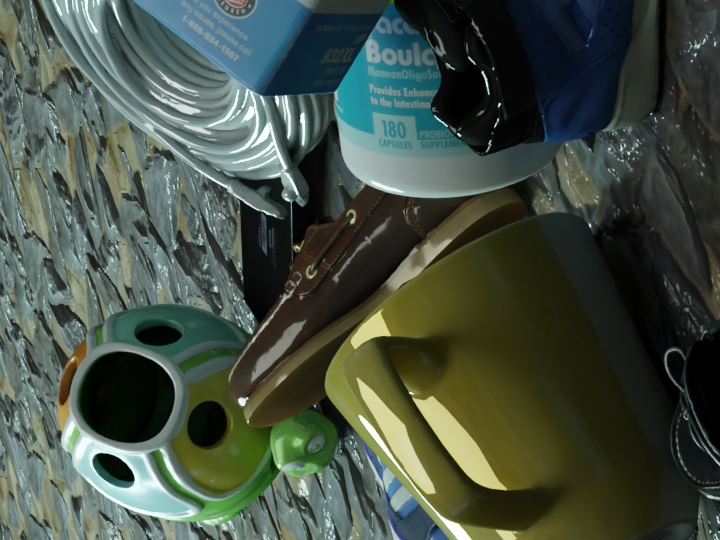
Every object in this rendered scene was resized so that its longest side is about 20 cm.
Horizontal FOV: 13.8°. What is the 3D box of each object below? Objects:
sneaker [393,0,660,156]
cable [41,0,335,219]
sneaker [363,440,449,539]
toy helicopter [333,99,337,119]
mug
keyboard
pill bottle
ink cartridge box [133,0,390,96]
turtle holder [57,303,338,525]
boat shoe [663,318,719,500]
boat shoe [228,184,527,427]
[{"bbox_3d":[0.071,-0.142,1.297,0.077,0.111,0.201,-129,30,-49],"label":"sneaker"},{"bbox_3d":[-0.094,-0.143,1.700,0.199,0.069,0.200,31,149,19],"label":"cable"},{"bbox_3d":[0.041,0.073,1.594,0.200,0.080,0.147,-126,23,-57],"label":"sneaker"},{"bbox_3d":[-0.038,-0.142,1.576,0.200,0.132,0.079,56,177,-24],"label":"toy helicopter"},{"bbox_3d":[0.070,0.084,1.397,0.154,0.186,0.150,58,146,19],"label":"mug"},{"bbox_3d":[-0.041,-0.009,1.839,0.127,0.021,0.201,55,158,35],"label":"keyboard"},{"bbox_3d":[0.035,-0.144,1.396,0.111,0.110,0.201,-140,38,-58],"label":"pill bottle"},{"bbox_3d":[-0.030,-0.199,1.300,0.145,0.084,0.201,38,109,19],"label":"ink cartridge box"},{"bbox_3d":[-0.112,0.101,1.906,0.185,0.141,0.132,43,-175,20],"label":"turtle holder"},{"bbox_3d":[0.164,0.052,1.268,0.200,0.062,0.075,123,126,-67],"label":"boat shoe"},{"bbox_3d":[0.000,0.000,1.553,0.200,0.070,0.070,-42,70,20],"label":"boat shoe"}]
